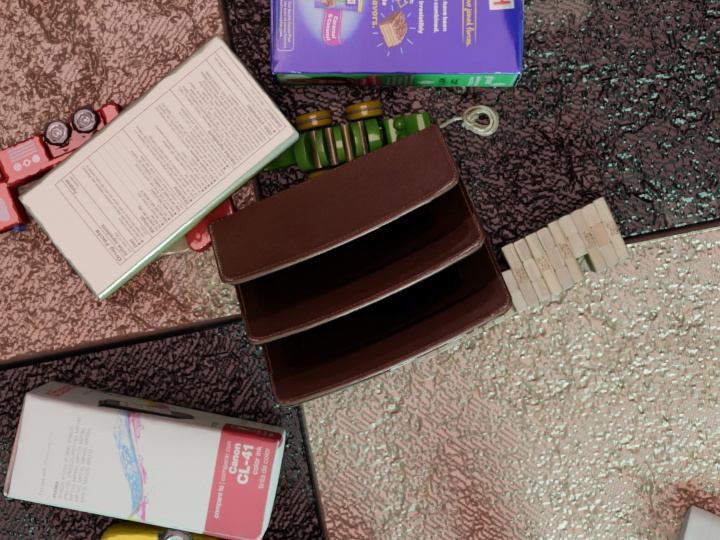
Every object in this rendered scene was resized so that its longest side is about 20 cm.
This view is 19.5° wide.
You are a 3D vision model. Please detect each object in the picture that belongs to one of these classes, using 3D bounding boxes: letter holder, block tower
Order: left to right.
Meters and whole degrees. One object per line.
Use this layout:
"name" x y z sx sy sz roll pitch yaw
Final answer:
"letter holder" 0.000 0.000 1.613 0.199 0.142 0.101 -23 129 4
"block tower" 0.114 0.010 1.676 0.199 0.054 0.058 -25 90 1

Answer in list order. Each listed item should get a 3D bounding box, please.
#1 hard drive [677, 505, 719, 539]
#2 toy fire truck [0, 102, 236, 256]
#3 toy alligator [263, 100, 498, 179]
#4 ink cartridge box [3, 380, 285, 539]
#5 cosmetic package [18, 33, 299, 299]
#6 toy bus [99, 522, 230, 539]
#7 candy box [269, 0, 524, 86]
"hard drive" 0.336 0.282 1.661 0.199 0.027 0.132 22 58 1
"toy fire truck" -0.210 -0.056 1.680 0.199 0.049 0.142 -23 90 0
"toy alligator" 0.014 -0.106 1.675 0.199 0.054 0.060 -11 91 1
"ink cartridge box" -0.162 0.148 1.633 0.199 0.148 0.086 12 90 -1
"cosmetic package" -0.153 -0.079 1.619 0.200 0.071 0.105 -38 90 -1
"toy bus" -0.112 0.247 1.674 0.199 0.065 0.079 11 91 0
"candy box" 0.029 -0.233 1.663 0.199 0.077 0.170 1 89 1
